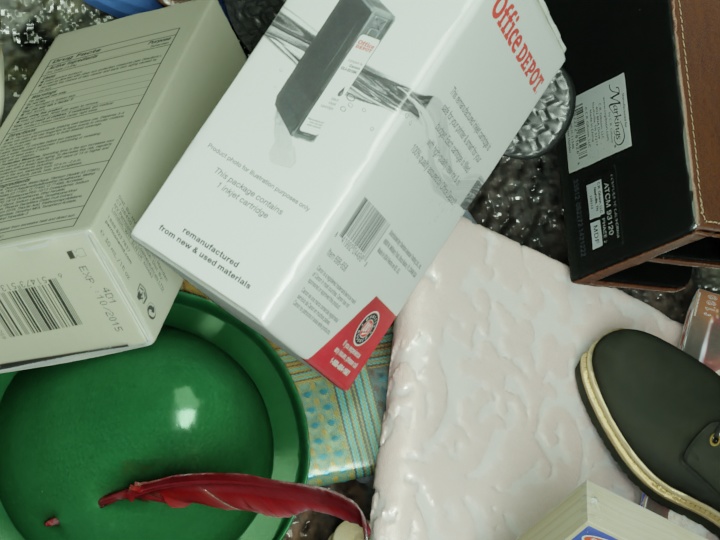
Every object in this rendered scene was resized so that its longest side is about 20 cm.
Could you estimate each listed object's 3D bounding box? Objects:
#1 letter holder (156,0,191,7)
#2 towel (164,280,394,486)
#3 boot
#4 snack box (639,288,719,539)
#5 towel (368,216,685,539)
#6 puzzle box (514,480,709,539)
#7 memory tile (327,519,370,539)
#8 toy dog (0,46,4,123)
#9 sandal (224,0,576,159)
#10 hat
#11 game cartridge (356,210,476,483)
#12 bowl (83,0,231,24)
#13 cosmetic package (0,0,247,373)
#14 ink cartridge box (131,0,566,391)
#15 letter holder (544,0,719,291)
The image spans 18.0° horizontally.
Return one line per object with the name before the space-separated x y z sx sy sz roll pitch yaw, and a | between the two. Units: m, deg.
letter holder | -0.094 -0.261 1.230 0.142 0.101 0.201 -26 72 -20
towel | -0.069 0.047 1.147 0.198 0.022 0.148 -11 73 -5
boot | 0.196 0.075 1.080 0.200 0.139 0.077 42 62 18
snack box | 0.183 0.105 1.156 0.071 0.024 0.201 18 58 1
towel | 0.088 0.088 1.144 0.190 0.032 0.201 23 59 -30
puzzle box | 0.144 0.178 1.062 0.199 0.133 0.026 27 40 -21
memory tile | 0.028 0.185 1.070 0.153 0.017 0.200 48 34 6
toy dog | -0.279 -0.096 1.149 0.198 0.140 0.194 11 26 -5
sandal | 0.017 -0.115 1.172 0.199 0.045 0.075 27 100 5
hat | -0.097 0.061 1.036 0.198 0.176 0.167 1 71 -1
game cartridge | 0.000 0.000 1.205 0.133 0.042 0.201 -27 73 -27
bowl | -0.102 -0.231 1.292 0.199 0.039 0.202 5 64 -10
cosmetic package | -0.127 -0.045 1.119 0.105 0.071 0.201 -10 35 26
ink cartridge box | 0.000 -0.061 1.060 0.084 0.144 0.201 33 86 20
letter holder | 0.184 -0.097 1.184 0.141 0.100 0.202 6 72 -33
